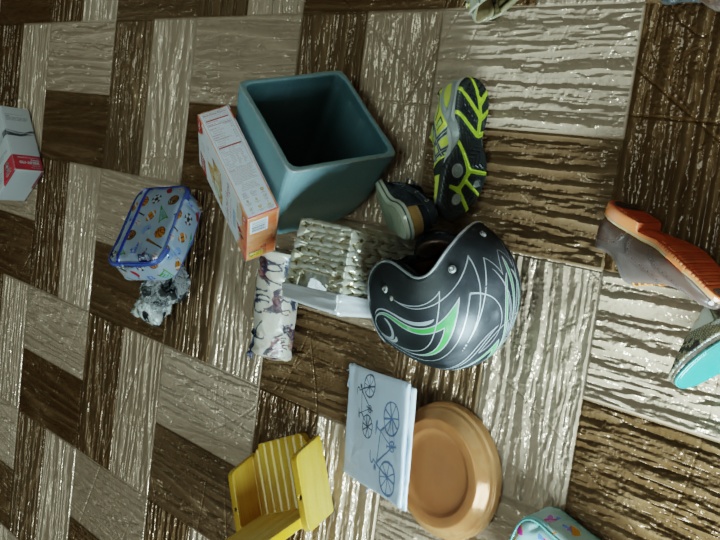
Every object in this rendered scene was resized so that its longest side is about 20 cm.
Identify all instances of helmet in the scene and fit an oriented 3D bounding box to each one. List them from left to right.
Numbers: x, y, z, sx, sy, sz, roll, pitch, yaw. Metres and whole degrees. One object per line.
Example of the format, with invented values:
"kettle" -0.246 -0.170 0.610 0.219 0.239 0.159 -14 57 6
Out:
"helmet" 0.125 0.034 1.201 0.188 0.199 0.204 3 92 35

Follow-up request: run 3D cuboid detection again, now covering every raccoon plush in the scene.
"raccoon plush" -0.409 0.017 1.833 0.134 0.096 0.203 -36 35 53

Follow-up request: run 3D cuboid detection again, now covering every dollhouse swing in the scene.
"dollhouse swing" -0.179 0.389 1.508 0.198 0.174 0.185 -23 74 43

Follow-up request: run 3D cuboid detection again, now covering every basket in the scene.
"basket" 0.000 0.000 1.320 0.134 0.198 0.126 14 94 44

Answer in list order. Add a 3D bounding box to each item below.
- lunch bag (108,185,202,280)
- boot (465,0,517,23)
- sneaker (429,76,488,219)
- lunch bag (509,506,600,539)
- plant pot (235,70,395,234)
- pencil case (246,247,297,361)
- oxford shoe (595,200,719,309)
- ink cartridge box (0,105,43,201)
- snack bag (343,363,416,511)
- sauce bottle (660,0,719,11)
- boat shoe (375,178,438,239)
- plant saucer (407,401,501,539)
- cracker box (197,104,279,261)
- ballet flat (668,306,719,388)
"lunch bag" -0.409 -0.072 1.745 0.158 0.076 0.203 1 57 28
"boot" 0.146 -0.429 1.268 0.198 0.071 0.158 -17 80 43
"sneaker" 0.137 -0.175 1.281 0.076 0.074 0.204 11 91 59
"lunch bag" 0.268 0.420 1.127 0.199 0.076 0.163 36 114 39
"plant pot" -0.094 -0.172 1.425 0.198 0.193 0.201 59 144 28
"pencil case" -0.154 0.055 1.554 0.088 0.077 0.204 9 96 30
"oxford shoe" 0.357 -0.005 1.051 0.200 0.070 0.074 52 129 47
"ink cartridge box" -0.915 -0.306 2.317 0.144 0.083 0.203 -38 64 39
"snack bag" 0.026 0.254 1.382 0.199 0.021 0.193 7 95 62
"sauce bottle" 0.432 -0.321 0.983 0.198 0.064 0.066 16 101 45
"boat shoe" 0.067 -0.096 1.319 0.200 0.061 0.076 -128 20 -70
"plant saucer" 0.120 0.297 1.306 0.198 0.037 0.204 -2 88 45
"cracker box" -0.193 -0.136 1.381 0.202 0.057 0.134 63 161 21
"ballet flat" 0.428 0.057 0.991 0.199 0.067 0.076 -39 42 31
